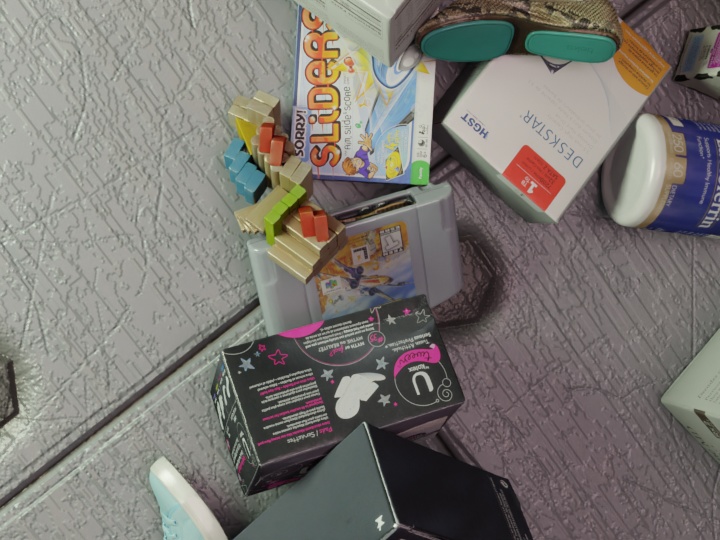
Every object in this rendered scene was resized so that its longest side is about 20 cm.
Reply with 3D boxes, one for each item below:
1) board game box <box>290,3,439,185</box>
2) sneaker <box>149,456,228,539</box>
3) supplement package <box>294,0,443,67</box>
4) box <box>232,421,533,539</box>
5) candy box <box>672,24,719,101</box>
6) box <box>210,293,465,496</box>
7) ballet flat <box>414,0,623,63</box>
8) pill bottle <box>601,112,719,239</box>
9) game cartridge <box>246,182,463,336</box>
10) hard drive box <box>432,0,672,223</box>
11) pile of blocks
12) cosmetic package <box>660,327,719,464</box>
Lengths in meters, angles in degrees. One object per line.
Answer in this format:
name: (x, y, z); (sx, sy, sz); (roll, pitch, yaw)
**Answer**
board game box: (0.004, -0.184, 1.380); (0.135, 0.034, 0.201); (3, 92, 2)
sneaker: (-0.160, 0.274, 1.352); (0.082, 0.074, 0.200); (-29, 100, -17)
supplement package: (-0.007, -0.314, 1.310); (0.200, 0.111, 0.156); (36, 79, 10)
box: (0.022, 0.261, 1.309); (0.198, 0.123, 0.200); (26, 121, -39)
candy box: (0.422, -0.198, 1.440); (0.136, 0.200, 0.061); (19, 87, -18)
box: (-0.025, 0.119, 1.342); (0.200, 0.132, 0.115); (-14, 72, -16)
ballet flat: (0.145, -0.233, 1.357); (0.199, 0.068, 0.075); (0, 60, -9)
pill bottle: (0.356, -0.091, 1.470); (0.200, 0.116, 0.116); (6, 91, -17)
game cartridge: (0.000, 0.000, 1.374); (0.200, 0.042, 0.133); (-17, 123, -9)
hard drive box: (0.183, -0.171, 1.434); (0.156, 0.077, 0.200); (39, 82, -14)
pile of blocks: (-0.082, -0.085, 1.311); (0.082, 0.062, 0.200); (-23, 64, -13)
cosmetic package: (0.450, 0.138, 1.465); (0.165, 0.200, 0.165); (45, 79, -14)
